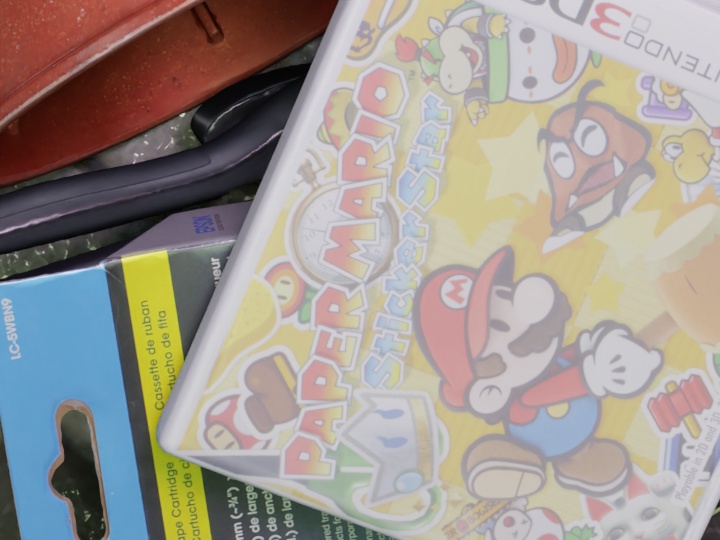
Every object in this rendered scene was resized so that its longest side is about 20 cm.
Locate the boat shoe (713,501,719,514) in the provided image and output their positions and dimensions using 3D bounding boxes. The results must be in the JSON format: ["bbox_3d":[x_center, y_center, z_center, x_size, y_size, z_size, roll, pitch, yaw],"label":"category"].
[{"bbox_3d":[0.080,0.083,1.067,0.200,0.065,0.073,-28,94,-1],"label":"boat shoe"}]

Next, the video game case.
[{"bbox_3d":[0.055,-0.002,0.933,0.182,0.023,0.200,21,100,-13],"label":"video game case"}]

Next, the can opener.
[{"bbox_3d":[-0.061,-0.021,1.022,0.200,0.079,0.063,-25,105,-25],"label":"can opener"}]

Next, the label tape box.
[{"bbox_3d":[-0.020,0.049,0.981,0.200,0.063,0.144,-9,104,-5],"label":"label tape box"}]

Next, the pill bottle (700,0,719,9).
[{"bbox_3d":[0.157,-0.107,0.983,0.200,0.112,0.112,-5,94,10],"label":"pill bottle"}]

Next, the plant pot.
[{"bbox_3d":[-0.098,-0.159,0.991,0.201,0.201,0.195,-29,86,0],"label":"plant pot"}]
